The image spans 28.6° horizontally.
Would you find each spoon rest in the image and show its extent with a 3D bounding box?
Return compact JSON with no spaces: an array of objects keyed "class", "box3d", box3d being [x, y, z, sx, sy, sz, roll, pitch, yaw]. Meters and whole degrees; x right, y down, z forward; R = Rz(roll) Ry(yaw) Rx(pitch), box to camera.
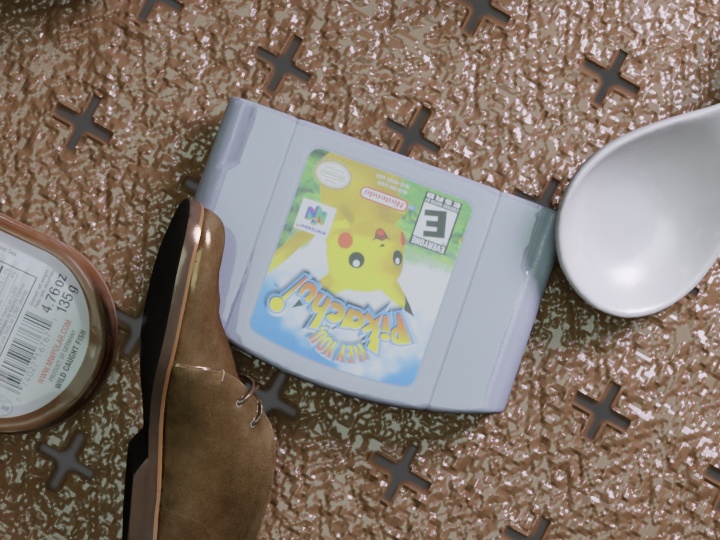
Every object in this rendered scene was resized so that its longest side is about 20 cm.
[{"class":"spoon rest","box3d":[0.181,-0.063,0.758,0.099,0.061,0.200,41,85,-22]}]

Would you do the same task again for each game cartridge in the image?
[{"class":"game cartridge","box3d":[0.000,0.000,0.771,0.199,0.040,0.134,19,90,1]}]

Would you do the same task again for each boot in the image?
[{"class":"boot","box3d":[-0.080,0.060,0.738,0.075,0.074,0.202,4,109,-11]}]

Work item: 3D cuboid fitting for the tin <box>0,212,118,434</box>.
[{"class":"tin","box3d":[-0.228,0.013,0.767,0.199,0.042,0.113,25,82,1]}]
